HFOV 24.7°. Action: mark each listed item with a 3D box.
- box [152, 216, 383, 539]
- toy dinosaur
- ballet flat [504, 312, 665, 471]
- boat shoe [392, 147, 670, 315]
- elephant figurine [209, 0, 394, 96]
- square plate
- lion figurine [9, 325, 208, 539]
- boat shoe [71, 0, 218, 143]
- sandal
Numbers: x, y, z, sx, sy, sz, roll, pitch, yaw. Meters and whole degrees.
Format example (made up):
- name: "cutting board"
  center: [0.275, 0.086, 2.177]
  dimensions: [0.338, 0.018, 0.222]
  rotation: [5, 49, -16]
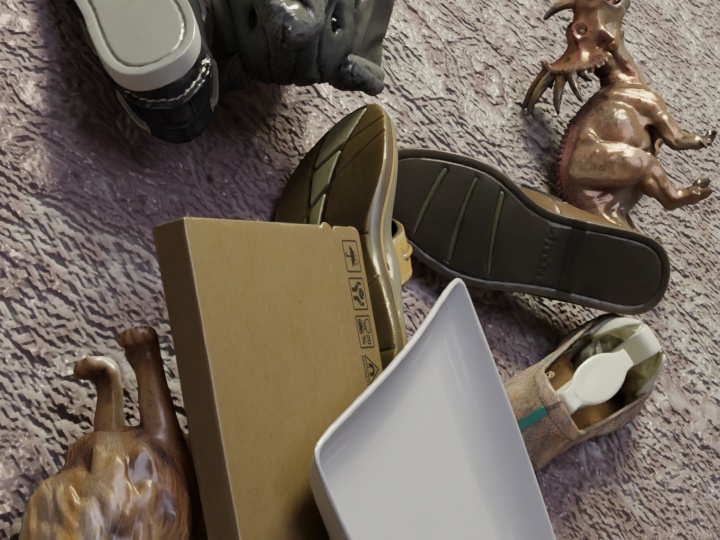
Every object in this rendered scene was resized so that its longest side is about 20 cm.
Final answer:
- name: "box"
  center: [-0.026, 0.078, 0.732]
  dimensions: [0.163, 0.021, 0.203]
  rotation: [1, 78, -64]
- name: "toy dinosaur"
  center: [0.168, -0.087, 1.138]
  dimensions: [0.134, 0.086, 0.202]
  rotation: [23, 59, -16]
- name: "ballet flat"
  center: [0.144, 0.064, 0.978]
  dimensions: [0.068, 0.067, 0.200]
  rotation: [52, 35, 5]
- name: "boat shoe"
  center: [0.089, -0.020, 1.007]
  dimensions: [0.198, 0.073, 0.068]
  rotation: [23, 2, -14]
- name: "elephant figurine"
  center: [-0.040, -0.151, 0.914]
  dimensions: [0.155, 0.140, 0.202]
  rotation: [37, 44, -42]
- name: "square plate"
  center: [0.041, 0.131, 0.782]
  dimensions: [0.198, 0.028, 0.202]
  rotation: [-44, 117, -59]
- name: "lion figurine"
  center: [-0.070, 0.098, 0.720]
  dimensions: [0.199, 0.072, 0.124]
  rotation: [10, 61, -48]
- name: "boat shoe"
  center: [-0.121, -0.148, 0.897]
  dimensions: [0.061, 0.073, 0.201]
  rotation: [71, -7, -46]
- name: "sandal"
  center: [0.000, 0.000, 0.884]
  dimensions: [0.054, 0.080, 0.202]
  rotation: [36, 37, -43]
